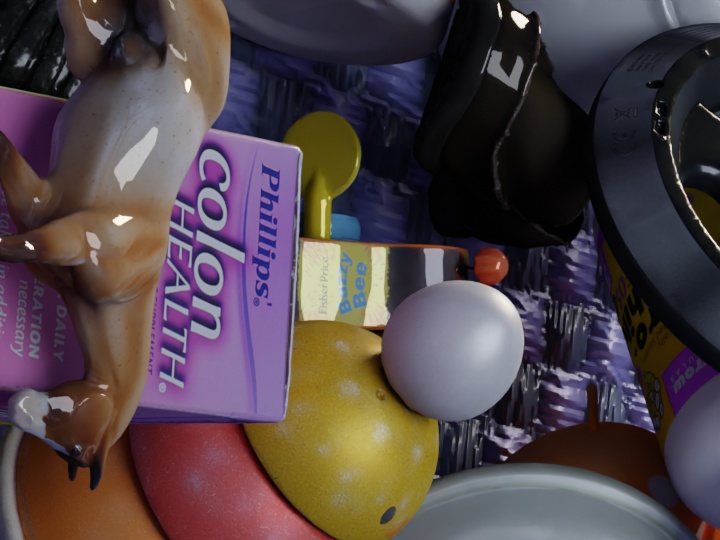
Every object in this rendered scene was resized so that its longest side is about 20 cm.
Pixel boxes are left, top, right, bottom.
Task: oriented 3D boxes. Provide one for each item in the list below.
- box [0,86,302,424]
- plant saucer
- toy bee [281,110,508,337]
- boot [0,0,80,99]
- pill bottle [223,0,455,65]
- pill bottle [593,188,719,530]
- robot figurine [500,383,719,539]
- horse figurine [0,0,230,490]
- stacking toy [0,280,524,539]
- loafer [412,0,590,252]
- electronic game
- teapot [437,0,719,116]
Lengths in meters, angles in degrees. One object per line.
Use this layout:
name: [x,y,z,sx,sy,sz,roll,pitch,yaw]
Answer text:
box: [-0.152,-0.003,0.992,0.200,0.176,0.097,8,82,-45]
plant saucer: [0.062,0.177,1.204,0.200,0.050,0.200,-4,112,-9]
toy bee: [0.000,0.000,1.191,0.200,0.109,0.131,-23,102,-43]
boot: [-0.064,-0.122,1.081,0.079,0.211,0.158,58,42,-60]
pill bottle: [0.001,-0.193,1.198,0.111,0.111,0.200,28,69,-40]
pill bottle: [0.167,0.038,1.239,0.104,0.104,0.200,34,28,-38]
robot figurine: [0.115,0.150,1.291,0.200,0.144,0.117,60,22,-25]
horse figurine: [-0.082,-0.051,0.901,0.133,0.050,0.200,42,51,-49]
stacking toy: [-0.023,0.067,1.080,0.146,0.200,0.146,37,33,-29]
loafer: [0.067,-0.058,1.210,0.200,0.071,0.073,72,35,-76]
electronic game: [0.180,-0.020,1.194,0.200,0.042,0.200,15,48,-18]
teapot: [0.133,-0.136,1.302,0.200,0.146,0.198,0,88,-44]
